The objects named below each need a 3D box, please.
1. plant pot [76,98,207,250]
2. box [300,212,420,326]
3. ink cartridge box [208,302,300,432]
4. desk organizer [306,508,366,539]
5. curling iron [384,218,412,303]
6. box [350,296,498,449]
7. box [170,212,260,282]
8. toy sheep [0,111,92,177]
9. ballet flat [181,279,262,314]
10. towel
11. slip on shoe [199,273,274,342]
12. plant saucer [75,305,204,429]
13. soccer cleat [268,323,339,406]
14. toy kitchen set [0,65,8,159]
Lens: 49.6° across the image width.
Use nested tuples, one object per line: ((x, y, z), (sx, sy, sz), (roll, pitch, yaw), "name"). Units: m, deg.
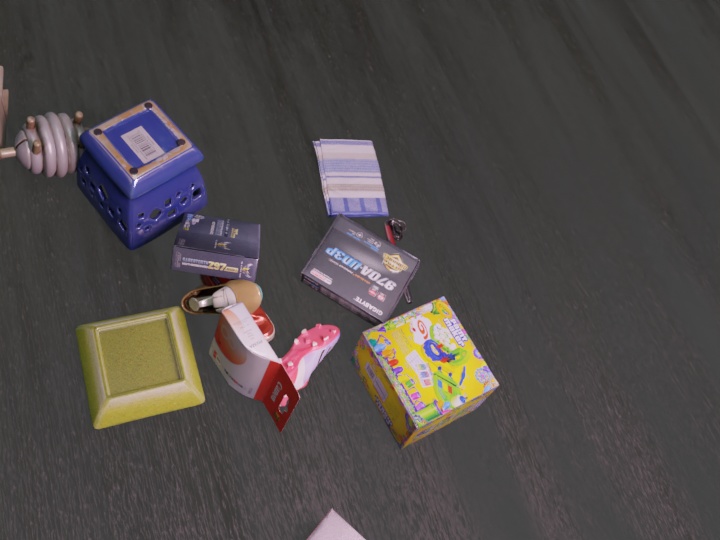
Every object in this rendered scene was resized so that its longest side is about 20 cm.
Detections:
((-0.423, -0.198, 1.515), (0.199, 0.181, 0.200), (-35, 73, -30), "plant pot")
((0.000, 0.000, 1.577), (0.198, 0.046, 0.160), (31, 67, 5), "box")
((-0.191, 0.180, 1.366), (0.050, 0.163, 0.202), (-21, 67, -31), "ink cartridge box")
((-0.001, 0.495, 1.281), (0.199, 0.077, 0.072), (40, 58, 10), "desk organizer")
((0.086, -0.025, 1.640), (0.049, 0.026, 0.203), (-3, 61, -13), "curling iron")
((0.117, 0.190, 1.466), (0.190, 0.123, 0.202), (-21, 67, -24), "box")
((-0.270, -0.048, 1.482), (0.155, 0.052, 0.201), (10, 21, -9), "box")
((-0.602, -0.246, 1.523), (0.197, 0.138, 0.140), (-9, 62, -29), "toy sheep")
((-0.256, 0.058, 1.413), (0.062, 0.198, 0.070), (-17, 96, -44), "ballet flat")
((-0.022, -0.204, 1.720), (0.144, 0.024, 0.203), (-3, 63, -19), "towel")
((-0.236, 0.058, 1.486), (0.074, 0.061, 0.201), (-32, 74, -30), "slip on shoe")
((-0.394, 0.158, 1.391), (0.196, 0.048, 0.203), (-11, 63, -20), "plant saucer")
((-0.105, 0.172, 1.460), (0.066, 0.078, 0.200), (14, 35, 29), "soccer cleat")
((-0.801, -0.337, 1.505), (0.196, 0.164, 0.183), (-3, 61, -16), "toy kitchen set")
